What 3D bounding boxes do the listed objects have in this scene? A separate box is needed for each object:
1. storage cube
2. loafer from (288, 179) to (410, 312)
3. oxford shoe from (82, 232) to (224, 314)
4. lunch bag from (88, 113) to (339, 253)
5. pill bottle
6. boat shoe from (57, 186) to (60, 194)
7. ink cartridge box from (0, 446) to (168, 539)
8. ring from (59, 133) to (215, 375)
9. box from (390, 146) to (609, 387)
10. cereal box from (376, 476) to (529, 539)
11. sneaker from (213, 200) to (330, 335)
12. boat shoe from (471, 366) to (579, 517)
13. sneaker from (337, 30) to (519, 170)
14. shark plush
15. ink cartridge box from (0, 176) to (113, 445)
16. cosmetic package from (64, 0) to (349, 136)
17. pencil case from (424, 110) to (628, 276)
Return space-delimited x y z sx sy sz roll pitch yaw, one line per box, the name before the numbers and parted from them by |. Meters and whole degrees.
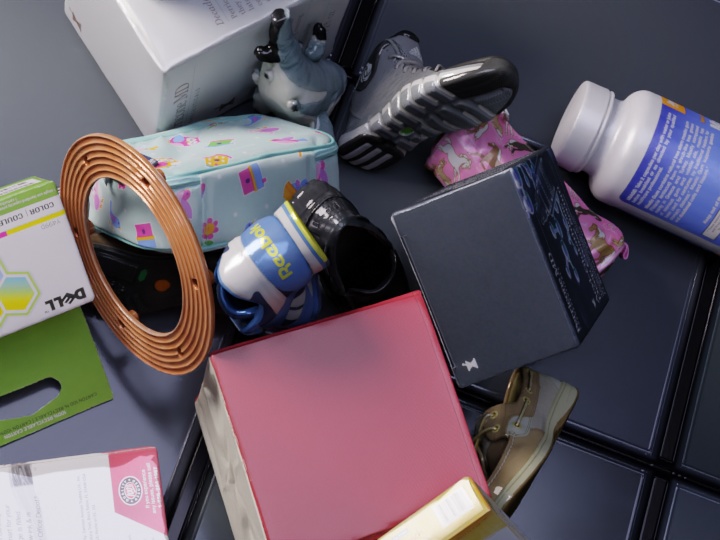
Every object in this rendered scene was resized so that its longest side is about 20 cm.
storage cube | -0.023 0.141 1.196 0.179 0.171 0.201 -16 77 -15
loafer | 0.000 0.000 1.241 0.068 0.201 0.070 -45 53 -6
oxford shoe | -0.186 -0.010 1.274 0.198 0.073 0.085 4 41 -3
lunch bag | -0.130 -0.078 1.242 0.199 0.160 0.078 -15 115 -34
pill bottle | 0.282 -0.099 1.372 0.199 0.112 0.113 25 69 -4
boat shoe | -0.333 -0.031 1.245 0.199 0.070 0.067 -29 81 -11
ink cartridge box | -0.253 0.228 1.163 0.198 0.085 0.147 -5 73 -16
ring | -0.172 -0.013 1.150 0.019 0.200 0.201 -27 79 -35
box | 0.121 -0.009 1.220 0.106 0.200 0.149 -21 94 19
cereal box | 0.067 0.246 1.149 0.144 0.200 0.040 -37 53 3
sneaker | -0.077 0.011 1.154 0.082 0.200 0.074 -36 76 -14
boat shoe | 0.126 0.146 1.250 0.066 0.074 0.200 31 30 7
sneaker | 0.056 -0.176 1.317 0.075 0.199 0.116 29 53 -38
shark plush | -0.059 -0.183 1.290 0.091 0.200 0.083 33 81 28
ink cartridge box | -0.285 0.043 1.180 0.147 0.076 0.201 -22 104 -19
cosmetic package | -0.136 -0.246 1.301 0.199 0.167 0.167 -31 80 -19
pencil case | 0.152 -0.062 1.350 0.200 0.087 0.083 47 38 5
